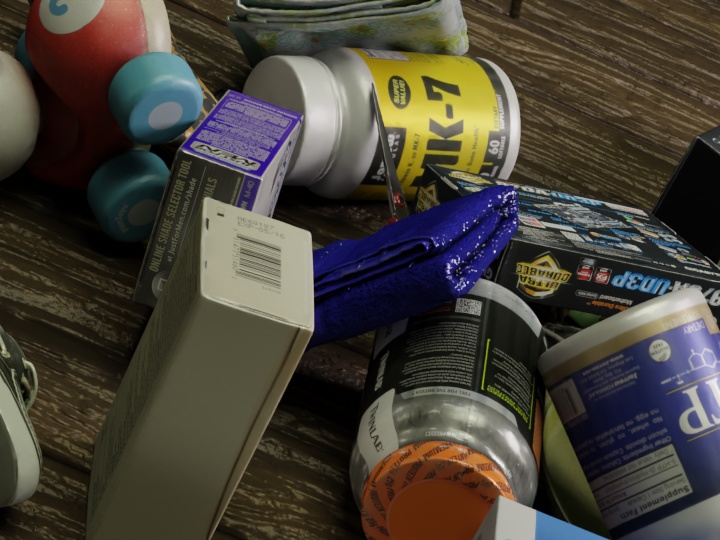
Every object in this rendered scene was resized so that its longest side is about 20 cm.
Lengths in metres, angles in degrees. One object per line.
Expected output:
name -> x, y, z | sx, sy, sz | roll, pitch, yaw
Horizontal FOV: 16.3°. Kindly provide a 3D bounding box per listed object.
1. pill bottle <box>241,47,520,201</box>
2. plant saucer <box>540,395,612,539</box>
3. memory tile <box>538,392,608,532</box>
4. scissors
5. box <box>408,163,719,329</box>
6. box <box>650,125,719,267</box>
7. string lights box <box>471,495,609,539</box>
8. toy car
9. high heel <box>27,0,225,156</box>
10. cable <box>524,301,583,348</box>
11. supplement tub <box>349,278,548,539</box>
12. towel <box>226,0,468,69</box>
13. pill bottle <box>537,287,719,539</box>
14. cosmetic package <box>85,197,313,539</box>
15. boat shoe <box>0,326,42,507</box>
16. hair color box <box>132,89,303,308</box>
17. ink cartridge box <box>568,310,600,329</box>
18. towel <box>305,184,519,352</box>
pill bottle -> 0.014, -0.110, 1.908 | 0.199, 0.115, 0.115 | 0, 40, -35
plant saucer -> 0.198, 0.156, 1.707 | 0.199, 0.031, 0.201 | 21, 43, -22
memory tile -> 0.161, 0.116, 1.785 | 0.152, 0.017, 0.200 | 1, 41, -35
scissors -> 0.032, -0.036, 1.820 | 0.073, 0.014, 0.202 | 22, 55, -41
box -> 0.155, -0.015, 1.823 | 0.199, 0.046, 0.159 | 11, 17, -26
box -> 0.364, -0.028, 2.043 | 0.200, 0.124, 0.196 | 39, 32, 18
string lights box -> 0.152, 0.225, 1.539 | 0.199, 0.103, 0.059 | 22, 34, -8
toy car -> -0.237, -0.123, 1.709 | 0.199, 0.178, 0.185 | -10, 49, -27
high heel -> -0.178, -0.155, 1.847 | 0.199, 0.072, 0.143 | 35, 15, -2
cable -> 0.126, 0.032, 1.773 | 0.096, 0.051, 0.200 | 7, 6, -18
supplement tub -> 0.058, 0.102, 1.627 | 0.122, 0.123, 0.200 | 23, 31, -6
towel -> -0.007, -0.188, 1.917 | 0.170, 0.049, 0.200 | -3, -8, 6
pill bottle -> 0.205, 0.124, 1.614 | 0.119, 0.119, 0.201 | -15, 79, -47
cosmetic package -> -0.096, 0.070, 1.487 | 0.073, 0.201, 0.104 | 17, 34, -14
boat shoe -> -0.230, 0.063, 1.522 | 0.063, 0.071, 0.200 | -3, 41, -37
hair color box -> -0.093, -0.045, 1.692 | 0.064, 0.110, 0.200 | 19, 17, 3
ink cartridge box -> 0.262, 0.062, 1.894 | 0.200, 0.060, 0.103 | 43, 36, 25
towel -> 0.000, 0.000, 1.678 | 0.050, 0.199, 0.148 | 63, 30, -14
